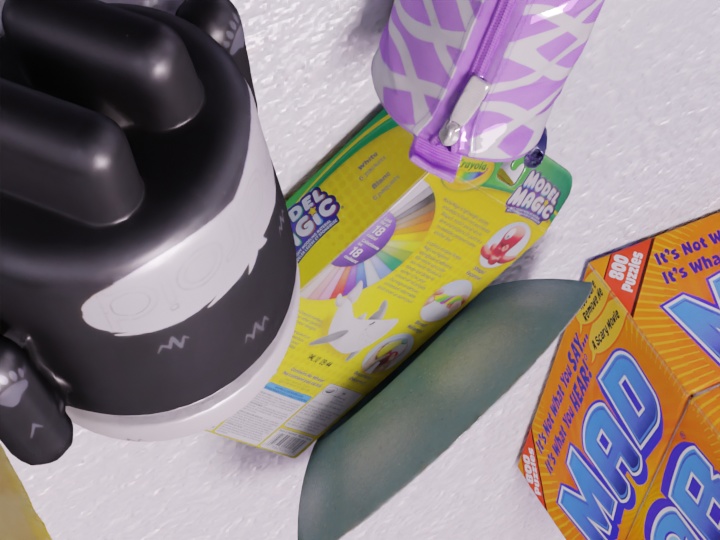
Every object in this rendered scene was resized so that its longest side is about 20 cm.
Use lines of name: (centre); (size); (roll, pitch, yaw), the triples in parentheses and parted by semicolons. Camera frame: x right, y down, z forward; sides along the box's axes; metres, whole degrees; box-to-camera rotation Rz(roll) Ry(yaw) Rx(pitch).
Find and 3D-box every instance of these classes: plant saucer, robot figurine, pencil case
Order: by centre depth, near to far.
robot figurine: (-0.091, -0.019, 0.772); (0.150, 0.125, 0.200); (-25, 149, -6)
pencil case: (0.063, -0.129, 0.801); (0.086, 0.084, 0.201); (-58, 172, -47)
plant saucer: (0.031, 0.061, 1.032); (0.201, 0.039, 0.201); (-42, -178, 2)

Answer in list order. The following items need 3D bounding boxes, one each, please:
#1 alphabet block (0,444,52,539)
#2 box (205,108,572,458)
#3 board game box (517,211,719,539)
alphabet block: (-0.242, 0.155, 0.793); (0.199, 0.197, 0.196); (-8, 142, -38)
box: (0.000, 0.000, 0.963); (0.200, 0.048, 0.117); (-41, 150, 15)
board game box: (0.241, 0.098, 1.188); (0.199, 0.200, 0.201); (-20, 147, -24)
